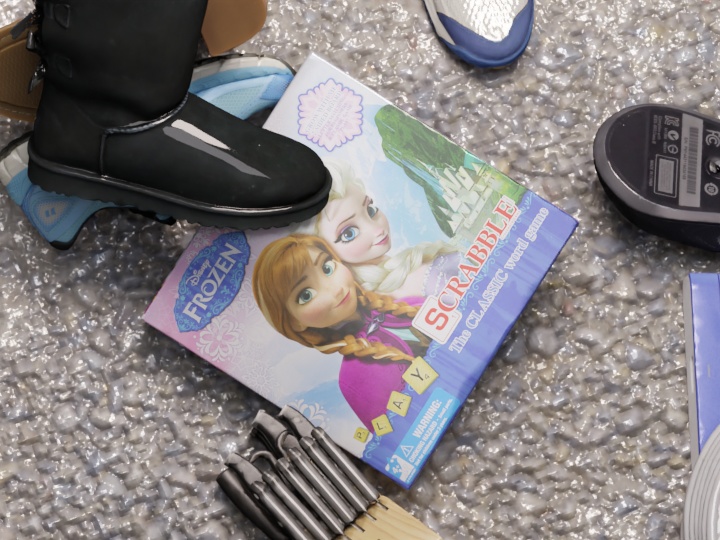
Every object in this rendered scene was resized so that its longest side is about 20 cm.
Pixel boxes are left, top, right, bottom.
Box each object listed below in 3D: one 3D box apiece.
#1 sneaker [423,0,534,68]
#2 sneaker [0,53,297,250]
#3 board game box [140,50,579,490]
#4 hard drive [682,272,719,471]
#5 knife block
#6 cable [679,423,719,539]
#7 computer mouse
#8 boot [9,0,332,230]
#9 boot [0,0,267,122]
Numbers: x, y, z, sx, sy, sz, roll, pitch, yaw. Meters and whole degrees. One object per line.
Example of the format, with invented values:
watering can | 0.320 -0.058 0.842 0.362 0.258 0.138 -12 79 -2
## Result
sneaker | 0.079 -0.234 1.744 0.075 0.088 0.200 -2 77 -10
sneaker | -0.127 -0.076 1.694 0.200 0.078 0.090 -25 99 -10
board game box | 0.000 0.000 1.666 0.199 0.041 0.200 32 90 2
hard drive | 0.310 0.069 1.725 0.200 0.025 0.132 1 75 -7
knife block | -0.005 0.178 1.644 0.064 0.176 0.200 -40 128 -14
cable | 0.298 0.159 1.660 0.200 0.069 0.200 16 86 -6
computer mouse | 0.239 -0.044 1.730 0.200 0.053 0.139 16 59 -6
boot | -0.108 -0.114 1.574 0.198 0.163 0.073 9 35 0
boot | -0.151 -0.172 1.674 0.200 0.155 0.077 -23 120 7
